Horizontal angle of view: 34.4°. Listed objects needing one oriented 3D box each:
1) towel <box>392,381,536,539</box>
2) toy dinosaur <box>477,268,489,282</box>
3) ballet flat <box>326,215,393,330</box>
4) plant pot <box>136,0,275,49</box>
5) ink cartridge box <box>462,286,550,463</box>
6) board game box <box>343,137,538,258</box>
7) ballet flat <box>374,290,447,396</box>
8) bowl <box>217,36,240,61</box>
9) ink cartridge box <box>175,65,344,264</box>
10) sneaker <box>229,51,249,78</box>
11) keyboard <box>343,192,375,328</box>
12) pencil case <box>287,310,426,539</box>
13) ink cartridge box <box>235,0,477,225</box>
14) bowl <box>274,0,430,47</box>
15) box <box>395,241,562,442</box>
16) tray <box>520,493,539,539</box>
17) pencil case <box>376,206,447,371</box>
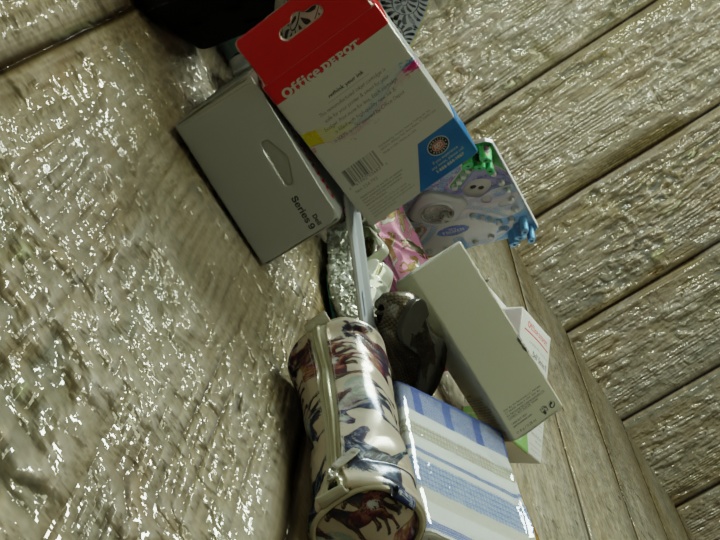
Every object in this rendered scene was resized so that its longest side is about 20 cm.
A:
[{"bbox_3d":[0.095,0.198,1.073,0.146,0.024,0.201,29,27,-25],"label":"towel"},{"bbox_3d":[0.113,0.068,1.441,0.201,0.104,0.182,64,26,-27],"label":"toy dinosaur"},{"bbox_3d":[0.000,0.000,1.177,0.072,0.071,0.201,52,15,-29],"label":"ballet flat"},{"bbox_3d":[-0.144,-0.334,1.130,0.200,0.197,0.180,19,53,-72],"label":"plant pot"},{"bbox_3d":[0.178,0.119,1.395,0.117,0.067,0.202,40,52,-56],"label":"ink cartridge box"},{"bbox_3d":[0.091,-0.067,1.379,0.200,0.198,0.026,50,32,-52],"label":"board game box"},{"bbox_3d":[0.046,0.076,1.143,0.046,0.068,0.201,23,-21,24],"label":"ballet flat"},{"bbox_3d":[-0.110,-0.288,1.328,0.202,0.104,0.201,56,12,-17],"label":"bowl"},{"bbox_3d":[-0.080,-0.110,1.061,0.147,0.084,0.200,57,12,-12],"label":"ink cartridge box"},{"bbox_3d":[-0.079,-0.151,1.254,0.200,0.074,0.088,42,37,-47],"label":"sneaker"},{"bbox_3d":[0.002,0.029,1.049,0.056,0.011,0.203,-44,127,-76],"label":"keyboard"},{"bbox_3d":[-0.007,0.116,0.828,0.201,0.077,0.090,-103,173,-55],"label":"pencil case"},{"bbox_3d":[-0.004,-0.153,0.982,0.201,0.116,0.067,51,12,-25],"label":"ink cartridge box"},{"bbox_3d":[-0.019,-0.249,1.096,0.094,0.202,0.201,32,5,17],"label":"bowl"},{"bbox_3d":[0.121,0.076,1.207,0.201,0.068,0.082,59,-14,1],"label":"box"},{"bbox_3d":[0.129,0.234,1.206,0.200,0.037,0.099,46,17,-44],"label":"tray"},{"bbox_3d":[0.055,0.024,1.304,0.202,0.086,0.083,63,-30,15],"label":"pencil case"}]
